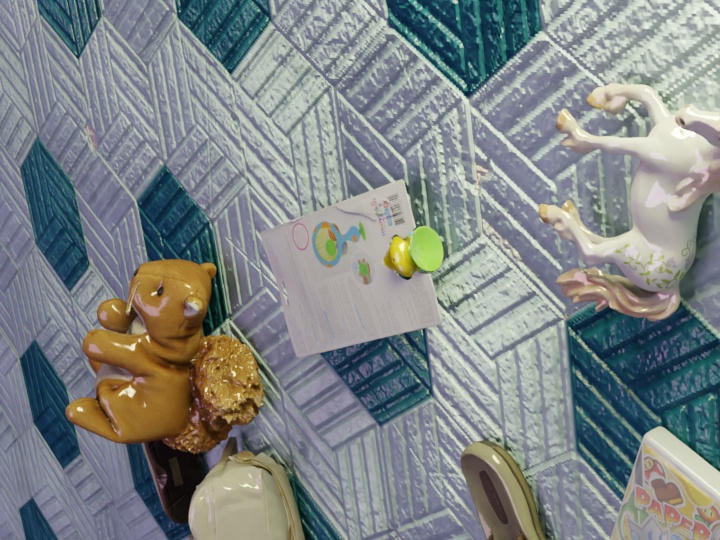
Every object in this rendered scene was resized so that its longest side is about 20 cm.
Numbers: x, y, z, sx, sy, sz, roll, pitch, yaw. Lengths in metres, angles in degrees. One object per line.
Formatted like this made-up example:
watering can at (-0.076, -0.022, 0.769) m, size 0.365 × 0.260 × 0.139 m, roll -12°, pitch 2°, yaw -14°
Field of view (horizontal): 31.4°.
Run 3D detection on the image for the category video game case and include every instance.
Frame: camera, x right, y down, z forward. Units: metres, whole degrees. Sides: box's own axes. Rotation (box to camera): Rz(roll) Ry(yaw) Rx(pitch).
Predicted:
video game case at (0.246, 0.233, 0.859) m, size 0.200 × 0.023 × 0.184 m, roll 41°, pitch 136°, yaw 37°

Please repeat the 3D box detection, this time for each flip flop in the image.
flip flop at (0.121, 0.233, 1.007) m, size 0.081 × 0.057 × 0.203 m, roll -32°, pitch 80°, yaw 56°

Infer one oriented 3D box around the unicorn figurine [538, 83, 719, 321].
unicorn figurine at (0.179, -0.054, 0.778) m, size 0.136 × 0.074 × 0.202 m, roll 29°, pitch 143°, yaw 33°

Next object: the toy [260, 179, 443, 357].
toy at (0.000, 0.000, 1.074) m, size 0.199 × 0.047 × 0.117 m, roll -17°, pitch 89°, yaw 53°

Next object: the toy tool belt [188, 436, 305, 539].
toy tool belt at (-0.120, 0.287, 1.355) m, size 0.123 × 0.123 × 0.204 m, roll -117°, pitch 19°, yaw -77°

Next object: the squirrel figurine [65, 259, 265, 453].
squirrel figurine at (-0.185, 0.086, 1.325) m, size 0.198 × 0.142 × 0.188 m, roll 29°, pitch 110°, yaw -4°

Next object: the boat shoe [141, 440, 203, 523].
boat shoe at (-0.225, 0.192, 1.482) m, size 0.076 × 0.071 × 0.203 m, roll -136°, pitch 41°, yaw -58°
